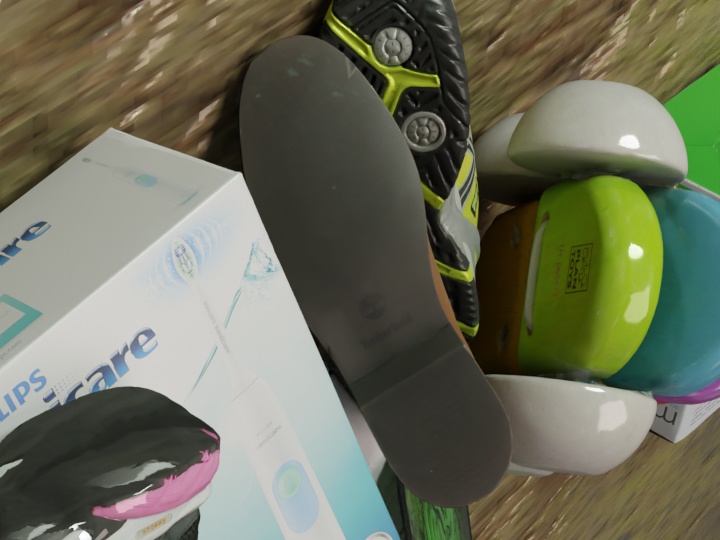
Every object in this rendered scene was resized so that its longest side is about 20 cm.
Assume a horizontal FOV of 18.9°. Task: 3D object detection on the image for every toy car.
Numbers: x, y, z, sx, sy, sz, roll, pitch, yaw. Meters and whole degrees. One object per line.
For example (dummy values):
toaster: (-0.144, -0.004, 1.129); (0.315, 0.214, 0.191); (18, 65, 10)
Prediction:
toy car: (0.123, 0.013, 1.026); (0.200, 0.149, 0.177); (153, -54, -76)

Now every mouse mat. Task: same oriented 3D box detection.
mouse mat: (0.036, 0.104, 1.044); (0.161, 0.007, 0.202); (61, 21, -57)

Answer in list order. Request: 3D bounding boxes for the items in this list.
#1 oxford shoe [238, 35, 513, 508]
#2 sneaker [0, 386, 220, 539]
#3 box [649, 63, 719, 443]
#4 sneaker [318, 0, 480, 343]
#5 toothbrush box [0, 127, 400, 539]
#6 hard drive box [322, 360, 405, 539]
oxford shoe: (0.000, 0.000, 0.893); (0.071, 0.202, 0.071); (-22, -173, -2)
sneaker: (-0.117, 0.113, 0.646); (0.199, 0.080, 0.087); (-21, 122, -37)
box: (0.225, -0.023, 1.325); (0.200, 0.096, 0.178); (-35, 145, -43)
sneaker: (0.014, -0.055, 0.951); (0.077, 0.075, 0.201); (-86, 174, -50)
toothbrush box: (-0.082, 0.075, 0.778); (0.146, 0.085, 0.201); (-40, 126, -26)
hard drive box: (-0.055, 0.125, 0.975); (0.156, 0.076, 0.200); (-56, 155, -12)
